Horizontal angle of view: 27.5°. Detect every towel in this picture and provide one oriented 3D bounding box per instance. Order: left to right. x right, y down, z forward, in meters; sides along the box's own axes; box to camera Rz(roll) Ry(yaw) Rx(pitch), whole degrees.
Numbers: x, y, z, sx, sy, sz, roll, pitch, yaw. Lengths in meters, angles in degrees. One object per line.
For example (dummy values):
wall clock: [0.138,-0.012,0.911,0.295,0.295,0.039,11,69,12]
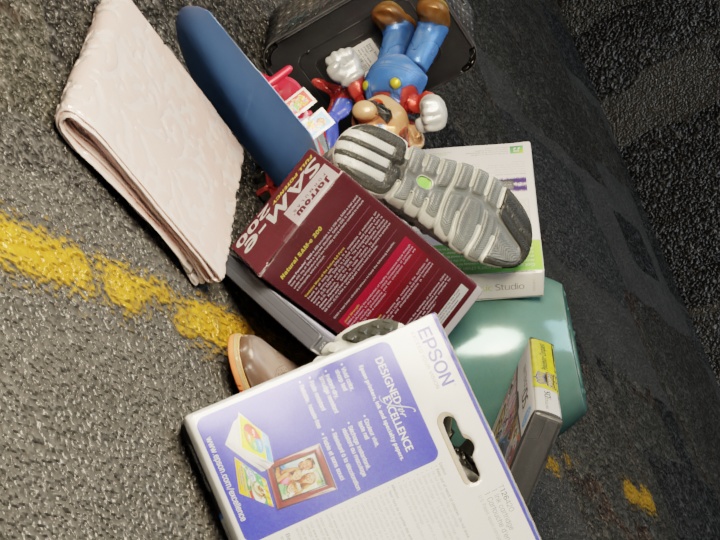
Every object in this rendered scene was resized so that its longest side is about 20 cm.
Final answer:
towel: [-0.164,-0.108,1.185,0.191,0.032,0.200,53,22,-30]

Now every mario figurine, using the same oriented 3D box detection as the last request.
mario figurine: [0.025,-0.176,1.405,0.106,0.123,0.200,21,66,-17]

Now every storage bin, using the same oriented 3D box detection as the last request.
storage bin: [0.011,-0.244,1.553,0.135,0.200,0.094,52,21,-28]

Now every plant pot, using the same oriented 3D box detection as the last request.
plant pot: [0.126,0.088,1.401,0.201,0.161,0.201,-11,90,-80]

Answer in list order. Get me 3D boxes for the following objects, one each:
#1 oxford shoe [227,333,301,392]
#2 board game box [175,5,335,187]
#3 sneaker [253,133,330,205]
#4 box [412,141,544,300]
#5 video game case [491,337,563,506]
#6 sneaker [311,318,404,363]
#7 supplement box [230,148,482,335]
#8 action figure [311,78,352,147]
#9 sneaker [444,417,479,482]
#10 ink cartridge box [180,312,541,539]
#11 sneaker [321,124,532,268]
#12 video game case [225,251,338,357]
oxford shoe: [-0.033,0.103,1.183,0.200,0.073,0.071,45,28,-41]
board game box: [-0.082,-0.150,1.272,0.200,0.039,0.158,51,-18,6]
sneaker: [-0.032,-0.055,1.371,0.095,0.079,0.200,-17,91,-55]
box: [0.097,-0.047,1.398,0.200,0.144,0.036,-87,172,-50]
video game case: [0.120,0.175,1.239,0.025,0.200,0.181,20,17,-1]
sneaker: [-0.012,0.131,1.117,0.200,0.075,0.081,-66,151,-15]
supplement box: [0.000,0.000,1.231,0.200,0.109,0.061,39,-1,-39]
action figure: [-0.040,-0.114,1.449,0.052,0.065,0.200,19,57,-23]
sneaker: [0.057,0.198,1.233,0.060,0.104,0.200,38,22,-9]
ink cartridge box: [0.002,0.158,1.041,0.198,0.200,0.047,66,-18,9]
sneaker: [0.052,-0.063,1.306,0.200,0.075,0.115,31,-15,-16]
video game case: [-0.027,0.059,1.241,0.143,0.019,0.200,39,0,39]
